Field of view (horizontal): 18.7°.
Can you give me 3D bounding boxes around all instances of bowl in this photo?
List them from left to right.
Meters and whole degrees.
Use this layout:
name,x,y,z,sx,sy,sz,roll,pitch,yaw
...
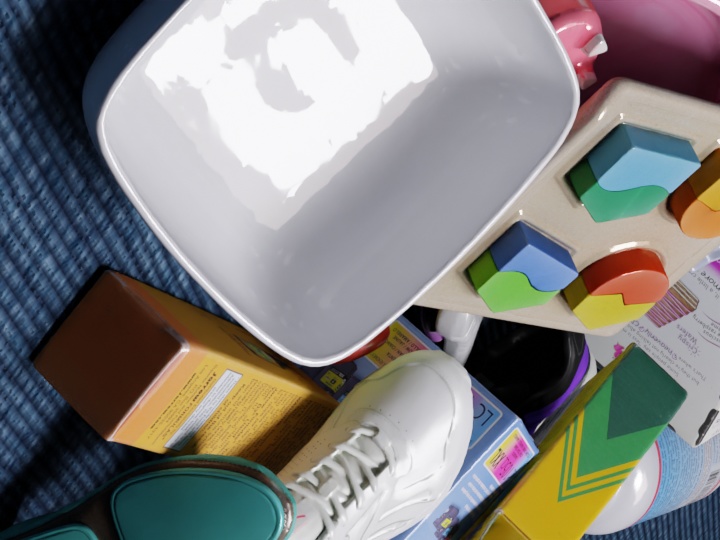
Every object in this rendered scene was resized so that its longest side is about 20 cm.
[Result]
name,x,y,z,sx,sy,sz,roll,pitch,yaw
bowl,-0.020,-0.079,0.981,0.200,0.075,0.200,-45,127,-8

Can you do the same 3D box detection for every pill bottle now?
name,x,y,z,sx,sy,sz,roll,pitch,yaw
pill bottle,0.196,0.140,1.664,0.200,0.109,0.109,-9,134,-54

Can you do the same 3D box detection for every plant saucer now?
name,x,y,z,sx,sy,sz,roll,pitch,yaw
plant saucer,0.127,-0.095,1.194,0.200,0.051,0.201,-4,135,-4

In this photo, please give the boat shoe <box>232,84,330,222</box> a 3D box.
name,x,y,z,sx,sy,sz,roll,pitch,yaw
boat shoe,-0.007,-0.048,1.109,0.063,0.073,0.200,-52,155,12

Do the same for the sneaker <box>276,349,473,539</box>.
name,x,y,z,sx,sy,sz,roll,pitch,yaw
sneaker,-0.016,0.125,1.160,0.200,0.078,0.099,-50,169,8

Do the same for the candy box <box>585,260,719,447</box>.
name,x,y,z,sx,sy,sz,roll,pitch,yaw
candy box,0.235,0.001,1.500,0.061,0.136,0.200,-19,143,-48

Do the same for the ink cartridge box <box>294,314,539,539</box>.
name,x,y,z,sx,sy,sz,roll,pitch,yaw
ink cartridge box,-0.014,0.127,1.270,0.200,0.136,0.076,-48,153,-4

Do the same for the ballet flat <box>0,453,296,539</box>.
name,x,y,z,sx,sy,sz,roll,pitch,yaw
ballet flat,-0.117,0.136,1.132,0.200,0.068,0.070,-20,-179,19

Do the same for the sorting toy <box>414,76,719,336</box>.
name,x,y,z,sx,sy,sz,roll,pitch,yaw
sorting toy,0.137,-0.022,1.164,0.200,0.037,0.185,5,141,-43

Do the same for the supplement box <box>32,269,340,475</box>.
name,x,y,z,sx,sy,sz,roll,pitch,yaw
supplement box,-0.085,0.060,1.144,0.069,0.067,0.200,-52,154,6

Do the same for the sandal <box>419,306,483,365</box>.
name,x,y,z,sx,sy,sz,roll,pitch,yaw
sandal,0.055,0.010,1.319,0.203,0.050,0.083,85,29,-80

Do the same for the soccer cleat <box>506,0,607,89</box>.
name,x,y,z,sx,sy,sz,roll,pitch,yaw
soccer cleat,0.075,-0.089,1.121,0.067,0.077,0.200,-19,156,-19

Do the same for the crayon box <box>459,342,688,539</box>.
name,x,y,z,sx,sy,sz,roll,pitch,yaw
crayon box,0.107,0.144,1.335,0.200,0.051,0.127,-45,178,-37

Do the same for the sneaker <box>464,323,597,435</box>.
name,x,y,z,sx,sy,sz,roll,pitch,yaw
sneaker,0.075,0.100,1.450,0.200,0.070,0.100,-48,160,-12

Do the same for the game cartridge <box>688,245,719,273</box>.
name,x,y,z,sx,sy,sz,roll,pitch,yaw
game cartridge,0.189,-0.023,1.394,0.133,0.041,0.200,-26,-177,-35

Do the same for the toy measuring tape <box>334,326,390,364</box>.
name,x,y,z,sx,sy,sz,roll,pitch,yaw
toy measuring tape,0.000,0.000,1.220,0.200,0.073,0.074,-44,162,-56
